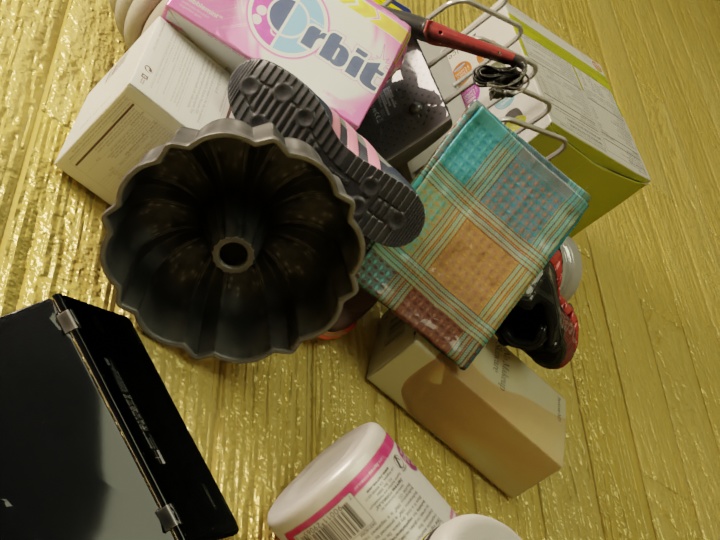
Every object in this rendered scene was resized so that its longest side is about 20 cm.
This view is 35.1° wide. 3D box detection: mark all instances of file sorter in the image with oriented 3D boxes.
[{"bbox_3d":[0.104,-0.189,1.149,0.138,0.124,0.201,10,55,-46],"label":"file sorter"}]

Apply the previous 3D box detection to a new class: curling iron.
[{"bbox_3d":[0.065,-0.214,1.053,0.199,0.026,0.050,28,60,8],"label":"curling iron"}]

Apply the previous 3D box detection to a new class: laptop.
[{"bbox_3d":[-0.197,0.126,0.764,0.188,0.115,0.200,60,4,13],"label":"laptop"}]

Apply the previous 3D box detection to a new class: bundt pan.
[{"bbox_3d":[-0.097,-0.031,0.883,0.201,0.202,0.076,36,23,-22],"label":"bundt pan"}]

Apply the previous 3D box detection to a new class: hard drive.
[{"bbox_3d":[-0.014,-0.137,1.092,0.042,0.199,0.136,37,28,-58],"label":"hard drive"}]

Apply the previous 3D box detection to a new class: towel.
[{"bbox_3d":[0.100,-0.032,1.023,0.146,0.200,0.022,38,-7,-9],"label":"towel"}]

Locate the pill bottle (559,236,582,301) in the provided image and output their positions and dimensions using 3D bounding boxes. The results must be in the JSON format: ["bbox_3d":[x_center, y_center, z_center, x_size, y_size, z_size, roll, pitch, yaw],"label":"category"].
[{"bbox_3d":[0.153,-0.006,1.238,0.199,0.116,0.116,4,55,-50],"label":"pill bottle"}]

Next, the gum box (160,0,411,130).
[{"bbox_3d":[-0.061,-0.203,0.985,0.199,0.066,0.114,32,68,-10],"label":"gum box"}]

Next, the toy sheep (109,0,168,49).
[{"bbox_3d":[-0.167,-0.245,1.067,0.200,0.138,0.138,48,29,22],"label":"toy sheep"}]

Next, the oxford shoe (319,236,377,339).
[{"bbox_3d":[0.000,0.000,1.079,0.071,0.072,0.200,50,32,-4],"label":"oxford shoe"}]

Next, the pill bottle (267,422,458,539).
[{"bbox_3d":[0.033,0.224,0.858,0.200,0.113,0.113,50,32,-4],"label":"pill bottle"}]

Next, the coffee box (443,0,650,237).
[{"bbox_3d":[0.181,-0.152,1.340,0.199,0.199,0.199,20,43,-41],"label":"coffee box"}]

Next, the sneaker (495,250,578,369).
[{"bbox_3d":[0.170,0.051,1.123,0.201,0.070,0.098,65,33,-49],"label":"sneaker"}]

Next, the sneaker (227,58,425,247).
[{"bbox_3d":[-0.031,-0.096,0.952,0.200,0.070,0.082,45,6,-9],"label":"sneaker"}]

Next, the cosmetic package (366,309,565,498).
[{"bbox_3d":[0.106,0.115,1.100,0.200,0.071,0.105,40,33,-18],"label":"cosmetic package"}]

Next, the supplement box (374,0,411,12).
[{"bbox_3d":[0.004,-0.211,1.261,0.109,0.109,0.201,22,43,-38],"label":"supplement box"}]

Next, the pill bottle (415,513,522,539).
[{"bbox_3d":[0.025,0.250,0.740,0.112,0.200,0.113,31,37,-27],"label":"pill bottle"}]

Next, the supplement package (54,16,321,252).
[{"bbox_3d":[-0.134,-0.092,0.963,0.200,0.114,0.110,38,34,-23],"label":"supplement package"}]
